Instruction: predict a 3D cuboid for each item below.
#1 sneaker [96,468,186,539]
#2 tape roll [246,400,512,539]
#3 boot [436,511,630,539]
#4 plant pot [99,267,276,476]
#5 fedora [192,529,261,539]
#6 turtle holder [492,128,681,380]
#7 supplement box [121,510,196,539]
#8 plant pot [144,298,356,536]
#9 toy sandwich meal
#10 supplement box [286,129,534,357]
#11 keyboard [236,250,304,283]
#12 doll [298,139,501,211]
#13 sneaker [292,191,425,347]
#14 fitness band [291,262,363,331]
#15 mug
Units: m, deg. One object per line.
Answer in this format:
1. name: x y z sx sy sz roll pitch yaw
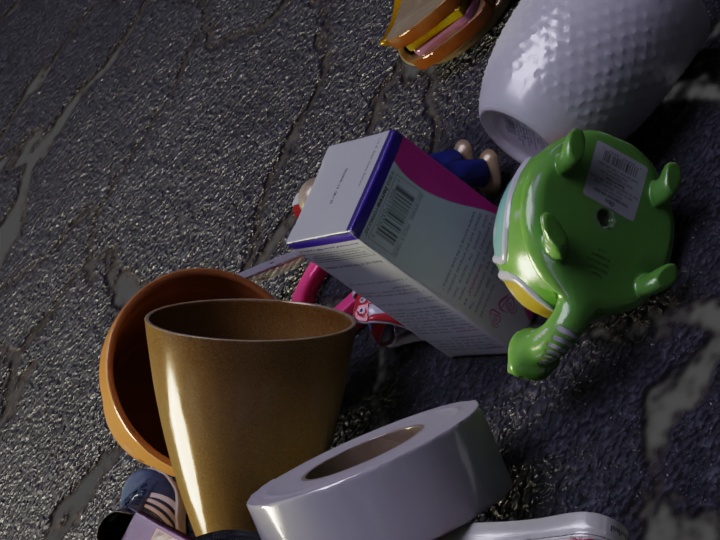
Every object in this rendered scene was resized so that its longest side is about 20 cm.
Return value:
1. sneaker: -0.220 0.246 1.855 0.075 0.084 0.200 -49 29 11
2. tape roll: 0.014 0.172 1.475 0.202 0.071 0.202 -24 3 1
3. boot: 0.099 0.259 1.372 0.200 0.072 0.145 -18 47 44
4. plant pot: -0.166 0.112 1.823 0.140 0.199 0.201 -34 31 62
5. fedora: -0.105 0.313 1.572 0.200 0.092 0.202 -9 66 22
6. turtle holder: 0.172 -0.011 1.499 0.132 0.140 0.186 -29 68 60
7. supplement box: -0.110 0.283 1.480 0.199 0.086 0.111 23 80 30
8. plant pot: -0.099 0.139 1.673 0.186 0.186 0.201 18 108 61
9. toy sandwich meal: 0.089 -0.295 1.971 0.205 0.070 0.206 -37 33 30
10. supplement box: 0.054 -0.018 1.596 0.103 0.200 0.102 -9 52 55
11. keyboard: -0.144 0.024 1.914 0.199 0.011 0.056 -23 -15 -19
12. doll: 0.032 -0.080 1.708 0.136 0.199 0.049 26 121 51
13. sneaker: 0.000 0.000 1.739 0.199 0.071 0.113 21 80 33
14. fitness band: 0.000 -0.013 1.843 0.200 0.037 0.144 -44 31 22
15. mug: 0.185 -0.164 1.613 0.176 0.147 0.200 -53 -11 -14
